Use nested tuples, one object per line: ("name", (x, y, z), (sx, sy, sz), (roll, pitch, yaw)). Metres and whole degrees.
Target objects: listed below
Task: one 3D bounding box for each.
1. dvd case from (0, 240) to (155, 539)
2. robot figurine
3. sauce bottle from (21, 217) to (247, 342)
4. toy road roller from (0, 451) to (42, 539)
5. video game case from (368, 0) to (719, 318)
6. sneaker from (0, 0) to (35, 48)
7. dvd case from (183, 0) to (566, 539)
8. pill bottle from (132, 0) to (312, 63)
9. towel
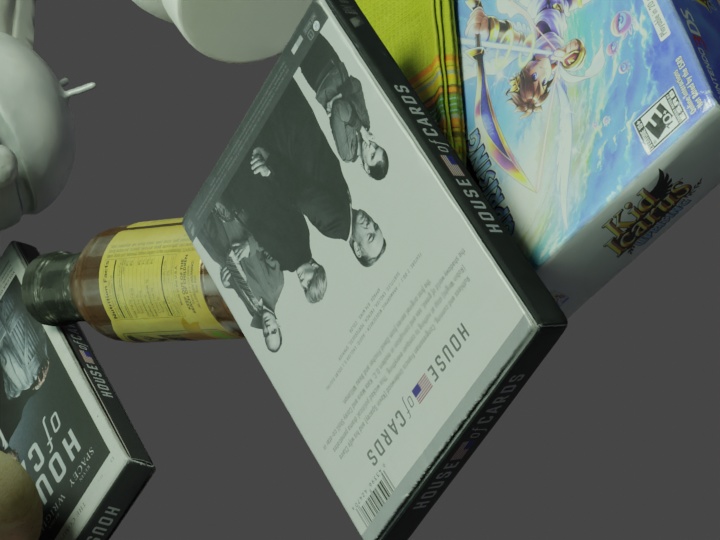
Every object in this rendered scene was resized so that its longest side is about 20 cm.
("dvd case", (-0.191, 0.100, 1.480), (0.151, 0.025, 0.200), (-56, 40, 19))
("robot figurine", (-0.245, -0.064, 1.502), (0.199, 0.113, 0.170), (-27, 27, -15))
("sauce bottle", (-0.105, 0.005, 1.384), (0.200, 0.065, 0.065), (-3, 73, 51))
("toy road roller", (-0.252, 0.183, 1.355), (0.199, 0.123, 0.147), (-15, 97, 13))
("video game case", (0.081, -0.084, 1.211), (0.181, 0.045, 0.201), (-45, 45, 31))
("sneaker", (-0.240, -0.170, 1.604), (0.073, 0.084, 0.201), (2, 78, 49))
("dvd case", (0.000, 0.000, 1.193), (0.200, 0.025, 0.151), (58, 131, 30))
("pill bottle", (-0.088, -0.199, 1.403), (0.120, 0.119, 0.200), (-54, 41, 20))
("towel", (0.011, -0.108, 1.255), (0.086, 0.018, 0.201), (-29, 55, 43))
